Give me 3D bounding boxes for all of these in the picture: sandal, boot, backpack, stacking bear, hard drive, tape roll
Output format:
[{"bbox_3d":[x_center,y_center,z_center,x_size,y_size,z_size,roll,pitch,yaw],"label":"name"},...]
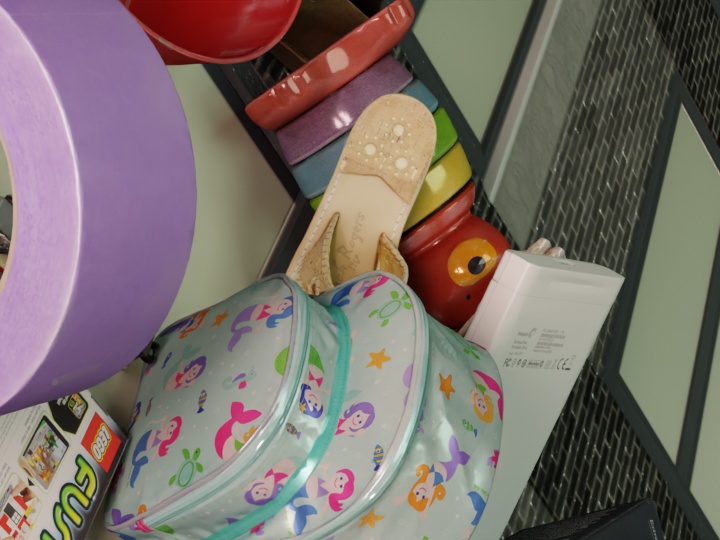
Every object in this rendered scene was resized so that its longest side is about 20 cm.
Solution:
[{"bbox_3d":[-0.006,-0.002,1.134,0.070,0.077,0.213,-68,175,-83],"label":"sandal"},{"bbox_3d":[-0.057,-0.189,1.232,0.200,0.075,0.074,24,56,-51],"label":"boot"},{"bbox_3d":[-0.027,0.092,1.002,0.151,0.199,0.178,45,40,-34],"label":"backpack"},{"bbox_3d":[0.026,-0.053,1.226,0.121,0.114,0.201,-37,96,-19],"label":"stacking bear"},{"bbox_3d":[0.085,0.086,1.175,0.132,0.027,0.201,7,110,-58],"label":"hard drive"},{"bbox_3d":[-0.175,-0.036,0.825,0.085,0.199,0.201,-13,86,-60],"label":"tape roll"}]

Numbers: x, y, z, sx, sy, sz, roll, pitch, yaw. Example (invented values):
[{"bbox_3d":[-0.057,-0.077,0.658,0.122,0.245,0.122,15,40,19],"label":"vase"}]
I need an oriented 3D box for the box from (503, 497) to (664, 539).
[{"bbox_3d":[0.131,0.248,1.240,0.200,0.107,0.149,-12,85,-60],"label":"box"}]

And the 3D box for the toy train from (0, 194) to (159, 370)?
[{"bbox_3d":[-0.174,-0.010,0.968,0.200,0.046,0.034,44,51,-35],"label":"toy train"}]

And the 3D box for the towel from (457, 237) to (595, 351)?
[{"bbox_3d":[0.081,0.085,1.228,0.200,0.034,0.133,-54,148,-12],"label":"towel"}]

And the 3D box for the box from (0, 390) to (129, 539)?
[{"bbox_3d":[-0.182,0.117,0.896,0.110,0.035,0.201,55,34,-28],"label":"box"}]

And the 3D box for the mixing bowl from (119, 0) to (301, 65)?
[{"bbox_3d":[-0.133,-0.194,1.058,0.200,0.108,0.201,22,60,-44],"label":"mixing bowl"}]
